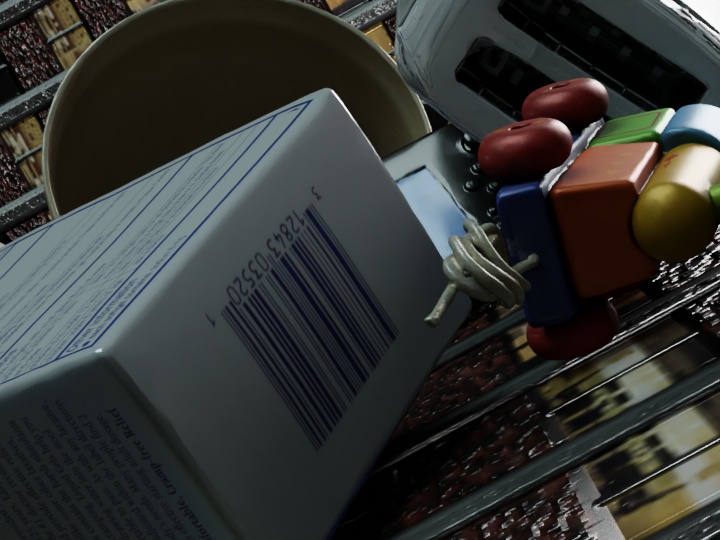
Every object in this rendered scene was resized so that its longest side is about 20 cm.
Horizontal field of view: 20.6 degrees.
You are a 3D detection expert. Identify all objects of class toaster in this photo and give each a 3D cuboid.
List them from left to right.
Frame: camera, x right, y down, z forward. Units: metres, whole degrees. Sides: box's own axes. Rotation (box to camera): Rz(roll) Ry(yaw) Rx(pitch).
[{"bbox_3d":[0.104,-0.100,0.914,0.114,0.200,0.129,-55,4,21],"label":"toaster"}]

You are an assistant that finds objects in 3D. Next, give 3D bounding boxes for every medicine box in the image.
[{"bbox_3d":[-0.090,0.049,0.695,0.200,0.103,0.182,-24,18,34],"label":"medicine box"}]

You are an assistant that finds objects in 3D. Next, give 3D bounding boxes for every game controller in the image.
[{"bbox_3d":[0.000,0.000,0.927,0.200,0.042,0.104,-29,40,-9],"label":"game controller"}]

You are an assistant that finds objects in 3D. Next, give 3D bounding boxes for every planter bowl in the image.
[{"bbox_3d":[-0.068,-0.028,1.056,0.200,0.200,0.135,-32,-19,-21],"label":"planter bowl"}]

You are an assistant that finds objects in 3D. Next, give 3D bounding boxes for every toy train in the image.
[{"bbox_3d":[0.103,-0.018,0.687,0.115,0.085,0.200,-12,13,21],"label":"toy train"}]

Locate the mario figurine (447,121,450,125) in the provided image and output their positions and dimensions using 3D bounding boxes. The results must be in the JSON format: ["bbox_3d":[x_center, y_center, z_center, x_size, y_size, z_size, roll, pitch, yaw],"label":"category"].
[{"bbox_3d":[0.138,-0.106,1.044,0.200,0.106,0.123,-30,5,3],"label":"mario figurine"}]

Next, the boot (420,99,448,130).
[{"bbox_3d":[0.103,-0.107,1.299,0.203,0.074,0.154,-18,13,23],"label":"boot"}]

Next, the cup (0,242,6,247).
[{"bbox_3d":[-0.182,0.068,0.904,0.200,0.143,0.200,-28,6,3],"label":"cup"}]
